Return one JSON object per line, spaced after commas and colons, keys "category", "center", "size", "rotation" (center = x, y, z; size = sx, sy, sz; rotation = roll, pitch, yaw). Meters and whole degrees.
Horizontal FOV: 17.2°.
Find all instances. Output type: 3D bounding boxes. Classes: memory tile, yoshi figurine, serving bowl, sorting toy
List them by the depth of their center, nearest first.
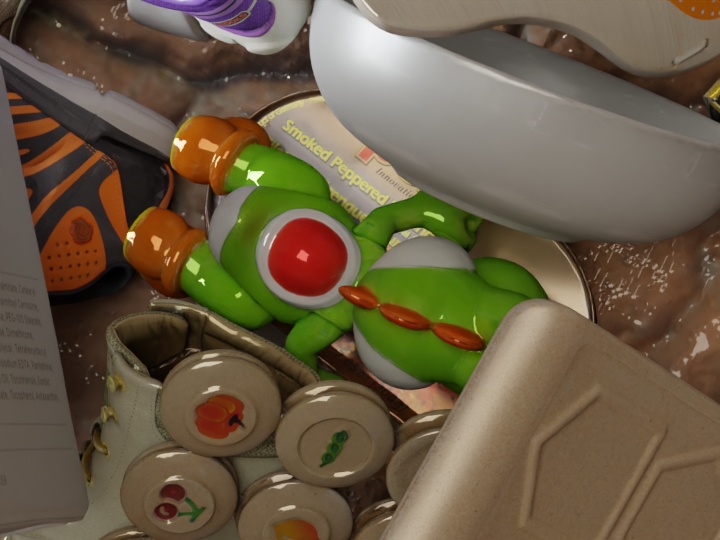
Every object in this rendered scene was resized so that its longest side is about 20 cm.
{"category": "sorting toy", "center": [0.033, -0.151, 0.987], "size": [0.200, 0.180, 0.107], "rotation": [35, 134, 34]}
{"category": "sorting toy", "center": [0.088, 0.126, 1.003], "size": [0.036, 0.200, 0.186], "rotation": [27, 87, 53]}
{"category": "serving bowl", "center": [0.065, -0.058, 1.015], "size": [0.199, 0.200, 0.066], "rotation": [23, 100, 14]}
{"category": "memory tile", "center": [-0.038, 0.126, 1.017], "size": [0.152, 0.017, 0.201], "rotation": [16, 122, -16]}
{"category": "yoshi figurine", "center": [0.004, 0.007, 1.043], "size": [0.199, 0.113, 0.112], "rotation": [26, 44, 27]}

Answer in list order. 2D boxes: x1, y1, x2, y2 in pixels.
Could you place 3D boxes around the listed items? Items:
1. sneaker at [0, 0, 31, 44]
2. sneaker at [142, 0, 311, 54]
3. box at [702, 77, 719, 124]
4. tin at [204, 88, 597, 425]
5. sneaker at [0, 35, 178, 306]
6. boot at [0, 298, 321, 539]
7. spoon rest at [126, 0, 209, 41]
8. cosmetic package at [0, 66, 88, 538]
{"category": "sneaker", "center": [-0.158, -0.178, 1.151], "size": [0.075, 0.070, 0.201], "rotation": [18, 91, -3]}
{"category": "sneaker", "center": [-0.107, -0.159, 1.047], "size": [0.199, 0.083, 0.081], "rotation": [21, 93, 34]}
{"category": "box", "center": [0.277, -0.064, 1.042], "size": [0.160, 0.049, 0.200], "rotation": [-46, 76, 1]}
{"category": "tin", "center": [0.020, -0.001, 1.093], "size": [0.200, 0.042, 0.112], "rotation": [38, 95, 14]}
{"category": "sneaker", "center": [-0.181, -0.046, 1.078], "size": [0.199, 0.078, 0.113], "rotation": [22, 74, -17]}
{"category": "boot", "center": [-0.115, 0.080, 1.050], "size": [0.199, 0.072, 0.155], "rotation": [14, 129, 9]}
{"category": "spoon rest", "center": [-0.067, -0.213, 1.130], "size": [0.099, 0.061, 0.201], "rotation": [15, 86, 13]}
{"category": "cosmetic package", "center": [-0.224, 0.020, 0.937], "size": [0.166, 0.166, 0.201], "rotation": [-13, 84, 11]}
